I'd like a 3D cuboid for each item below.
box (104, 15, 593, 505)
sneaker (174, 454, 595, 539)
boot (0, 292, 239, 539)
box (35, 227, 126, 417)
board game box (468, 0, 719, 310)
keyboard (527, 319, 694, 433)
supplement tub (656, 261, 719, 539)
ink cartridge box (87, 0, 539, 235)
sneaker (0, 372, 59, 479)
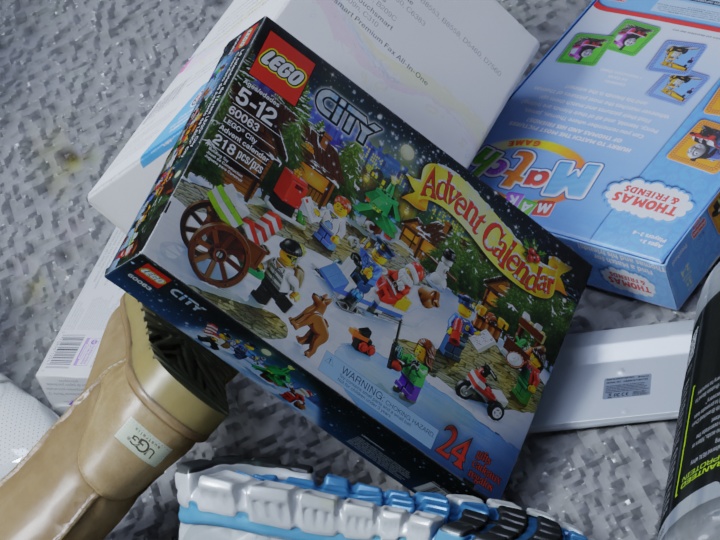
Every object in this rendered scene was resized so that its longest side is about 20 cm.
[{"bbox_3d":[0.000,0.000,1.035,0.038,0.200,0.137,-26,33,54],"label":"box"},{"bbox_3d":[0.015,0.137,0.990,0.200,0.087,0.075,10,7,12],"label":"sneaker"},{"bbox_3d":[-0.148,0.102,1.074,0.200,0.066,0.175,-46,8,7],"label":"boot"},{"bbox_3d":[-0.109,-0.003,1.219,0.041,0.039,0.200,0,45,24],"label":"box"},{"bbox_3d":[0.147,-0.075,1.177,0.151,0.037,0.200,17,54,39],"label":"board game box"},{"bbox_3d":[0.124,0.049,1.073,0.200,0.011,0.056,-8,47,19],"label":"keyboard"},{"bbox_3d":[0.182,0.086,0.914,0.122,0.123,0.200,-4,43,22],"label":"supplement tub"},{"bbox_3d":[-0.015,-0.083,1.160,0.129,0.125,0.200,-29,23,52],"label":"ink cartridge box"},{"bbox_3d":[-0.231,0.046,1.164,0.200,0.116,0.074,20,54,37],"label":"sneaker"}]
